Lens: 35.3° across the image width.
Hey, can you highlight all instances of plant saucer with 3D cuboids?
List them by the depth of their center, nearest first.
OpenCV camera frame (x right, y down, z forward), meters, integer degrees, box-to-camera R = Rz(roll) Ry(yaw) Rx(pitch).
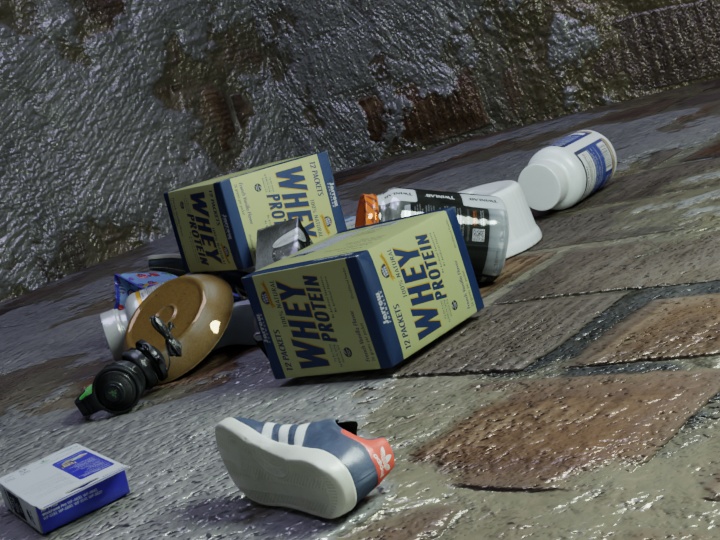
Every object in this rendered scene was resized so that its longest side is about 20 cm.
[{"bbox_3d":[-0.279,0.076,1.665,0.199,0.035,0.201,-22,42,21],"label":"plant saucer"}]

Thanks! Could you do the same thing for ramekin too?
[{"bbox_3d":[0.177,-0.070,1.782,0.200,0.098,0.200,-17,9,3],"label":"ramekin"}]

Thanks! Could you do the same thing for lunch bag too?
[{"bbox_3d":[-0.314,0.058,1.972,0.199,0.095,0.150,7,6,44],"label":"lunch bag"}]

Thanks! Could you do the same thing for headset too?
[{"bbox_3d":[-0.316,0.131,1.539,0.200,0.094,0.124,-25,12,34],"label":"headset"}]

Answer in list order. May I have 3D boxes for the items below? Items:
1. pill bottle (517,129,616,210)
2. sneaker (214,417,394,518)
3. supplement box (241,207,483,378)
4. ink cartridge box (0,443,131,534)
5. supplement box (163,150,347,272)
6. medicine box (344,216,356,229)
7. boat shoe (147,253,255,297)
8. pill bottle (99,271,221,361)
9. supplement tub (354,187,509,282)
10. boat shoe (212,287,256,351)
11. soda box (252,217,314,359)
[{"bbox_3d":[0.358,-0.170,1.972,0.111,0.111,0.200,-10,12,41],"label":"pill bottle"},{"bbox_3d":[-0.048,0.160,0.984,0.084,0.075,0.200,-26,22,-35],"label":"sneaker"},{"bbox_3d":[0.004,0.028,1.384,0.199,0.135,0.199,-11,11,42],"label":"supplement box"},{"bbox_3d":[-0.307,0.227,1.176,0.099,0.039,0.200,-23,9,-27],"label":"ink cartridge box"},{"bbox_3d":[-0.164,-0.089,1.756,0.199,0.135,0.199,-20,10,-33],"label":"supplement box"},{"bbox_3d":[-0.045,-0.012,1.847,0.182,0.103,0.200,-21,11,-19],"label":"medicine box"},{"bbox_3d":[-0.265,0.010,1.905,0.199,0.062,0.075,10,-3,-34],"label":"boat shoe"},{"bbox_3d":[-0.308,0.076,1.806,0.199,0.113,0.113,-19,10,-10],"label":"pill bottle"},{"bbox_3d":[0.096,-0.050,1.562,0.199,0.123,0.123,5,6,-10],"label":"supplement tub"},{"bbox_3d":[-0.189,0.073,1.703,0.201,0.075,0.086,-21,25,26],"label":"boat shoe"},{"bbox_3d":[-0.104,0.024,1.558,0.070,0.063,0.201,-16,47,14],"label":"soda box"}]
